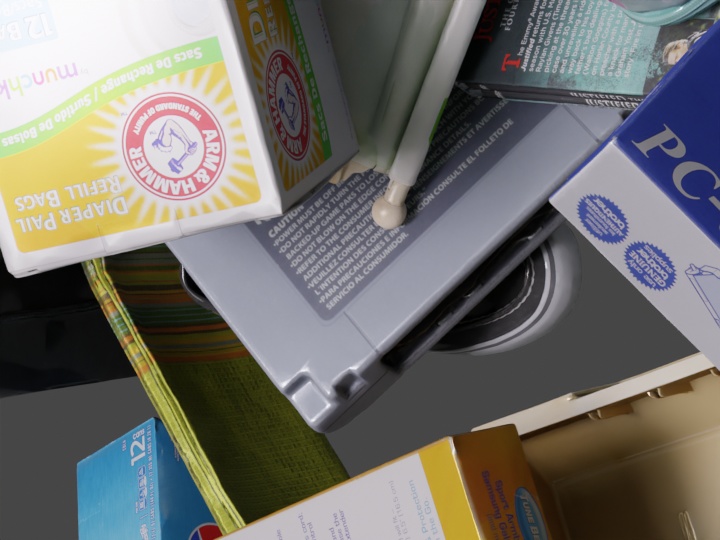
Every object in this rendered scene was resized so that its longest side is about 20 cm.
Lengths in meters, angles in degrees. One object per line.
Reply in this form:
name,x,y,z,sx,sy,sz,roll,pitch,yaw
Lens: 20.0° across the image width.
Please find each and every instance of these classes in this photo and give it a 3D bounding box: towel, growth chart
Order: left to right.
towel,-0.053,0.061,0.917,0.018,0.086,0.201,-46,64,36
growth chart,-0.042,-0.122,0.771,0.199,0.018,0.145,29,112,5

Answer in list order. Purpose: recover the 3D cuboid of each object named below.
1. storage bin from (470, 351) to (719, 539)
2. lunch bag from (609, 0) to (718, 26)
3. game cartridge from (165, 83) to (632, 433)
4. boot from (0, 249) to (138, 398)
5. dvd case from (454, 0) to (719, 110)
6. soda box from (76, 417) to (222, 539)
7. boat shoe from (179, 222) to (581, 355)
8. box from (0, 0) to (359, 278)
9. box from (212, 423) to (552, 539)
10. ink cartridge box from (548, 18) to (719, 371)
storage bin,0.131,0.130,0.747,0.199,0.093,0.200,-25,78,42
lunch bag,0.106,-0.193,0.715,0.160,0.077,0.201,-43,50,20
game cartridge,0.018,-0.049,0.821,0.200,0.042,0.133,-43,59,6
boot,-0.157,-0.021,0.930,0.065,0.200,0.166,11,99,33
dvd case,0.133,-0.126,0.734,0.199,0.022,0.147,8,78,41
soda box,-0.084,0.175,0.934,0.068,0.064,0.201,-31,54,41
boat shoe,0.000,0.000,0.874,0.199,0.066,0.070,7,100,43
box,-0.086,-0.113,0.722,0.112,0.101,0.201,-11,102,18
box,0.001,0.145,0.785,0.200,0.041,0.120,-29,74,48
ink cartridge box,0.163,0.013,0.649,0.200,0.094,0.044,45,145,1
